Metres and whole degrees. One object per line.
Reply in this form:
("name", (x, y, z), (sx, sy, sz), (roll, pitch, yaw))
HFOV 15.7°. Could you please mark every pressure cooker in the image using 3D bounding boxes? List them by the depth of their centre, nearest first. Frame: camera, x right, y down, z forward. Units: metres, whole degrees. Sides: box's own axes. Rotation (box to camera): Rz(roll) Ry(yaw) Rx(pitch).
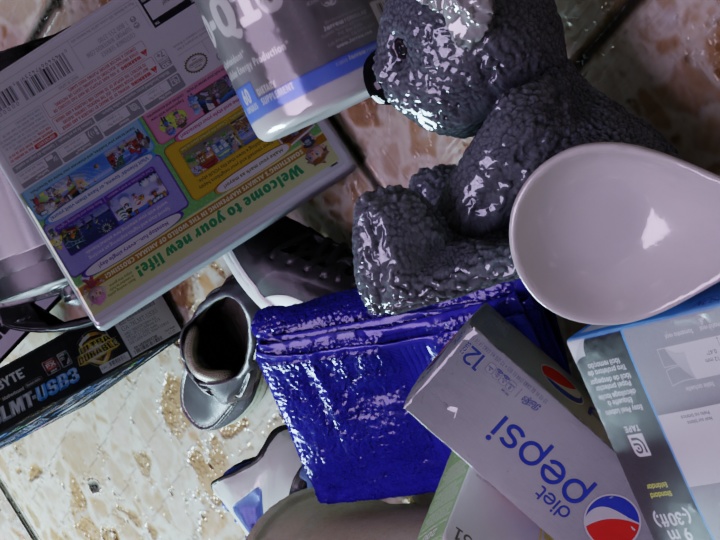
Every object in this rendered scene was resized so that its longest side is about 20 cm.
("pressure cooker", (-0.215, -0.058, 1.822), (0.175, 0.178, 0.201), (-17, 96, 51))

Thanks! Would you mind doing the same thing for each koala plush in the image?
("koala plush", (0.075, -0.099, 1.451), (0.183, 0.177, 0.201), (-16, 93, 16))

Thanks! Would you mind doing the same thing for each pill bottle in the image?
("pill bottle", (-0.053, -0.191, 1.593), (0.114, 0.113, 0.201), (-25, 91, 54))

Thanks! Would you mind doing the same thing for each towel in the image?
("towel", (0.038, 0.076, 1.616), (0.199, 0.050, 0.148), (-10, 114, 27))

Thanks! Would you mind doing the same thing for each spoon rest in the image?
("spoon rest", (0.175, -0.028, 1.344), (0.061, 0.199, 0.100), (-89, -13, -71))

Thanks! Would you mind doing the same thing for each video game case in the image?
("video game case", (-0.132, -0.089, 1.705), (0.183, 0.199, 0.022), (58, 180, 10))

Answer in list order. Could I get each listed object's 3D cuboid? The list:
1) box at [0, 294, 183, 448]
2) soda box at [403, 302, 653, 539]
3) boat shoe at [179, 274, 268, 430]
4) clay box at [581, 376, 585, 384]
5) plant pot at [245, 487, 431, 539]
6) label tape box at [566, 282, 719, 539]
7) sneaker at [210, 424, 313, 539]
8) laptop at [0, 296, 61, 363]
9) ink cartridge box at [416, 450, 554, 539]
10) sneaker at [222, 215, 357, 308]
("box", (-0.253, 0.096, 1.944), (0.050, 0.198, 0.200), (61, 145, 3))
("soda box", (0.123, 0.113, 1.526), (0.200, 0.063, 0.068), (40, 107, -1))
("boat shoe", (-0.096, 0.054, 1.835), (0.072, 0.065, 0.200), (52, 143, 13))
("clay box", (0.213, 0.068, 1.469), (0.200, 0.047, 0.115), (39, 139, 33))
("plant pot", (0.048, 0.225, 1.673), (0.183, 0.200, 0.202), (-16, 98, 42))
("label tape box", (0.211, 0.104, 1.398), (0.143, 0.066, 0.201), (-17, 97, 55))
("sneaker", (-0.048, 0.190, 1.856), (0.115, 0.080, 0.201), (33, 127, 41))
("laptop", (-0.324, -0.038, 2.027), (0.187, 0.200, 0.116), (40, 174, 30))
("ink cartridge box", (0.091, 0.205, 1.537), (0.145, 0.200, 0.048), (37, 135, -12))
("sneaker", (0.000, 0.000, 1.686), (0.200, 0.073, 0.112), (42, 136, 15))
